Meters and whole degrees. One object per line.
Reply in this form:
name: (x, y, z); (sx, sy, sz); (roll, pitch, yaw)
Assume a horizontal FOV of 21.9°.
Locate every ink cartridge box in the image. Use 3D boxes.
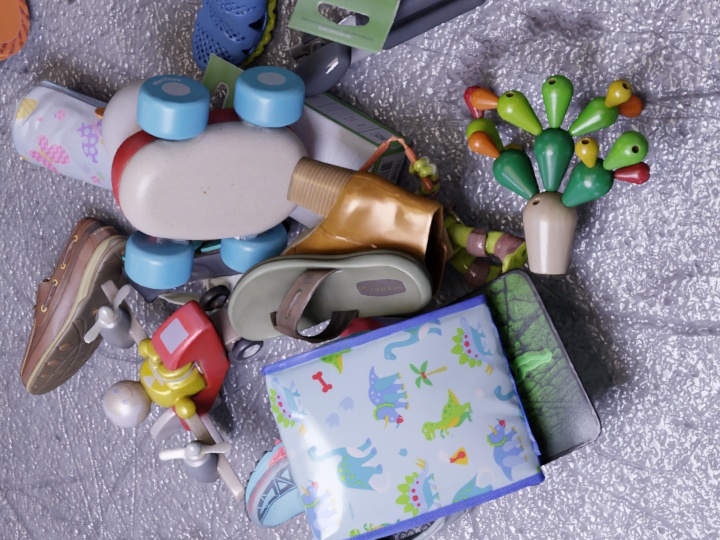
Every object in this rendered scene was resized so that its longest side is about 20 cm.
ink cartridge box: (-0.061, -0.115, 1.715); (0.200, 0.059, 0.104); (31, 116, 24)
ink cartridge box: (-0.002, -0.298, 1.593); (0.104, 0.059, 0.200); (20, 90, 29)

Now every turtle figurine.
turtle figurine: (0.071, -0.020, 1.650); (0.161, 0.064, 0.200); (28, 131, 22)

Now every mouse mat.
mouse mat: (0.097, 0.107, 1.600); (0.200, 0.008, 0.161); (-30, 81, 33)

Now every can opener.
can opener: (0.021, -0.205, 1.640); (0.200, 0.053, 0.067); (-21, 53, 33)

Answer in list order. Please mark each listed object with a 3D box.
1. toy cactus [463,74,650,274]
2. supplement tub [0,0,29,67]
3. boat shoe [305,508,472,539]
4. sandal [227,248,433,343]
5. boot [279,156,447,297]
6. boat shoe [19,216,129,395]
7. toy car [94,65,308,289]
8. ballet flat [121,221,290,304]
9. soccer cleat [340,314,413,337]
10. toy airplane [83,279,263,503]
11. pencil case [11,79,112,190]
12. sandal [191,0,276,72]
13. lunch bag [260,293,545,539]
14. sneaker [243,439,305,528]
toy cactus: (0.163, -0.082, 1.559); (0.200, 0.102, 0.165); (9, 102, 38)
supplement tub: (-0.440, -0.238, 1.892); (0.200, 0.123, 0.123); (-13, 93, 34)
boat shoe: (0.014, 0.236, 1.733); (0.201, 0.071, 0.070); (-29, 84, 33)
sandal: (-0.034, 0.027, 1.587); (0.201, 0.057, 0.080); (-11, 129, 33)
boot: (0.000, -0.001, 1.626); (0.144, 0.071, 0.201); (24, 135, 16)
boat shoe: (-0.295, 0.035, 1.892); (0.068, 0.072, 0.200); (40, 112, 25)
toy car: (-0.158, -0.117, 1.674); (0.200, 0.177, 0.184); (50, 140, 47)
ballet flat: (-0.141, -0.003, 1.788); (0.200, 0.073, 0.073); (-11, 94, 33)
soccer cleat: (0.067, 0.072, 1.671); (0.200, 0.076, 0.067); (25, 139, 30)
toy airplane: (-0.182, 0.112, 1.762); (0.200, 0.141, 0.199); (15, 123, 55)
pencil case: (-0.245, -0.124, 1.814); (0.200, 0.083, 0.091); (17, 133, 30)
sandal: (-0.110, -0.267, 1.701); (0.079, 0.087, 0.200); (36, 118, 19)
lunch bag: (0.037, 0.128, 1.568); (0.200, 0.127, 0.170); (-19, 88, 4)
sneaker: (-0.016, 0.184, 1.685); (0.200, 0.079, 0.096); (-33, 50, 7)
